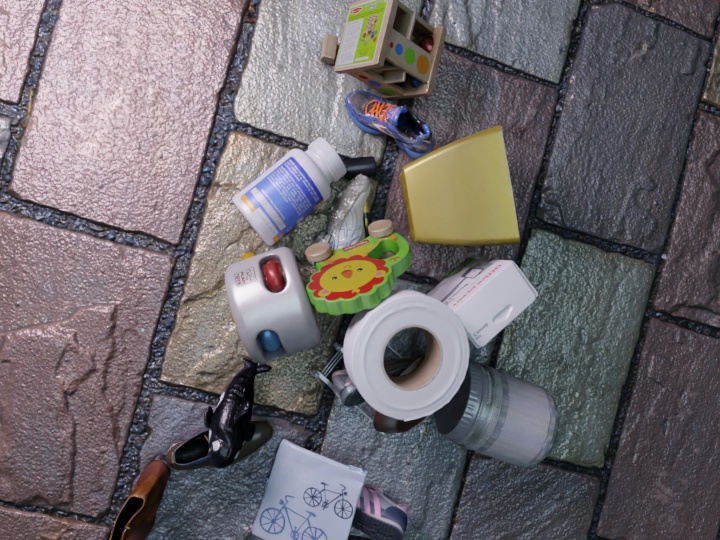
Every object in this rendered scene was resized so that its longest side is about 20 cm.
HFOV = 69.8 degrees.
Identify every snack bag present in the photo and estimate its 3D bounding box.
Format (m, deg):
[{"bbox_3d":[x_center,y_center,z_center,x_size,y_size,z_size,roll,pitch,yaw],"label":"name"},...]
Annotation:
[{"bbox_3d":[-0.099,0.440,0.980,0.186,0.021,0.202,17,91,12],"label":"snack bag"}]

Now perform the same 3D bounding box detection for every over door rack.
[{"bbox_3d":[0.025,0.207,1.004,0.200,0.067,0.148,41,86,-8],"label":"over door rack"}]

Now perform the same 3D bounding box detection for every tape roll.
[{"bbox_3d":[0.074,0.136,0.844,0.200,0.071,0.205,-1,96,-14],"label":"tape roll"}]

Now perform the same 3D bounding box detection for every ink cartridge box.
[{"bbox_3d":[0.211,0.053,0.964,0.145,0.200,0.084,-40,98,-7],"label":"ink cartridge box"}]

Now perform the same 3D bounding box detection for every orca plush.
[{"bbox_3d":[-0.203,0.246,0.917,0.105,0.071,0.201,50,42,-19],"label":"orca plush"}]

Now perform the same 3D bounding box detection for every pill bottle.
[{"bbox_3d":[-0.125,-0.149,0.945,0.199,0.112,0.112,-40,97,-6],"label":"pill bottle"}]

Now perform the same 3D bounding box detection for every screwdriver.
[{"bbox_3d":[-0.038,0.071,1.010,0.029,0.028,0.201,36,86,22],"label":"screwdriver"}]

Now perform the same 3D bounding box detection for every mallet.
[{"bbox_3d":[-0.002,-0.120,1.008,0.065,0.041,0.203,-1,96,-8],"label":"mallet"}]

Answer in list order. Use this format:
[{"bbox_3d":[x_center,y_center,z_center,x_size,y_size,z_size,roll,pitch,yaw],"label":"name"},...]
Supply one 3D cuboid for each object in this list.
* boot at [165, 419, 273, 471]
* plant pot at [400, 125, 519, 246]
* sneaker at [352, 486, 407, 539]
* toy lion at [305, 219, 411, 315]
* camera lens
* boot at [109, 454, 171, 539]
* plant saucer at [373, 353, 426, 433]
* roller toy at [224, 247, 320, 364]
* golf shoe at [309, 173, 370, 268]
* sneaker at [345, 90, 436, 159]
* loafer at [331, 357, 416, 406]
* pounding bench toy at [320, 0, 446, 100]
[{"bbox_3d":[-0.248,0.317,0.930,0.198,0.097,0.076,-13,77,-21],"label":"boot"},{"bbox_3d":[0.172,-0.136,0.967,0.174,0.200,0.203,-10,94,4],"label":"plant pot"},{"bbox_3d":[0.002,0.454,1.015,0.199,0.082,0.071,31,118,8],"label":"sneaker"},{"bbox_3d":[0.000,0.000,0.875,0.198,0.192,0.069,-22,121,-13],"label":"toy lion"},{"bbox_3d":[0.265,0.278,1.000,0.198,0.160,0.162,22,88,-10],"label":"camera lens"},{"bbox_3d":[-0.383,0.432,0.871,0.068,0.200,0.190,31,86,-9],"label":"boot"},{"bbox_3d":[0.109,0.235,0.964,0.200,0.201,0.037,-46,59,-6],"label":"plant saucer"},{"bbox_3d":[-0.159,0.061,0.908,0.138,0.182,0.202,-18,94,-6],"label":"roller toy"},{"bbox_3d":[-0.020,-0.082,0.983,0.096,0.078,0.201,23,106,-26],"label":"golf shoe"},{"bbox_3d":[0.060,-0.290,0.979,0.198,0.078,0.076,29,80,7],"label":"sneaker"},{"bbox_3d":[0.039,0.188,0.941,0.198,0.063,0.072,-7,131,-37],"label":"loafer"},{"bbox_3d":[0.037,-0.405,0.968,0.155,0.199,0.126,13,92,-41],"label":"pounding bench toy"}]
